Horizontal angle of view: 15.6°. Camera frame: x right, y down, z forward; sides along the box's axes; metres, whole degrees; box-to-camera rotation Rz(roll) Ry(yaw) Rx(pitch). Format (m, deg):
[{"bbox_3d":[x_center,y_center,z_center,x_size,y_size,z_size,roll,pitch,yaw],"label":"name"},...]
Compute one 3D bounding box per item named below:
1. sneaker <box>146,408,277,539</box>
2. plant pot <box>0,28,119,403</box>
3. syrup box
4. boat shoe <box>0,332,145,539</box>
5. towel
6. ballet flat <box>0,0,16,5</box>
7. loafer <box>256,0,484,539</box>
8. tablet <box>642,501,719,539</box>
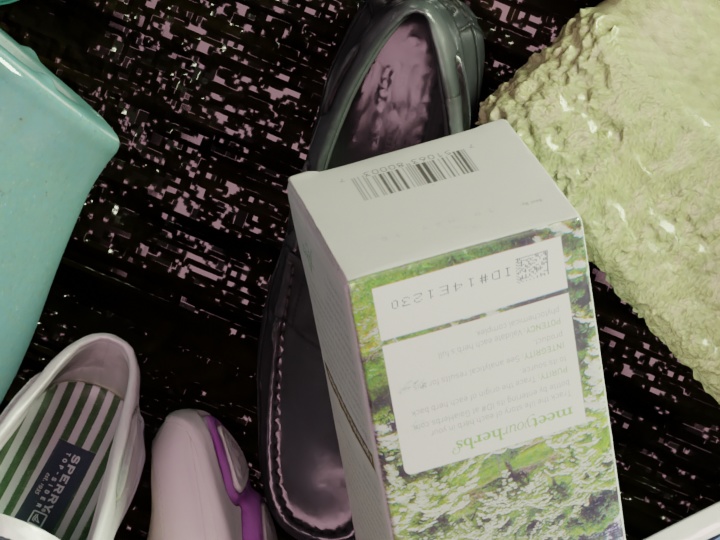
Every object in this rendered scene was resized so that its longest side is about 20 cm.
[{"bbox_3d":[-0.075,0.150,0.932,0.099,0.075,0.202,0,95,5],"label":"sneaker"},{"bbox_3d":[-0.186,-0.014,0.872,0.200,0.200,0.188,40,92,0],"label":"plant pot"},{"bbox_3d":[0.037,0.063,0.868,0.078,0.082,0.201,-15,119,-9],"label":"syrup box"},{"bbox_3d":[-0.121,0.101,0.849,0.073,0.201,0.067,16,138,0],"label":"boat shoe"},{"bbox_3d":[0.150,-0.028,0.903,0.148,0.036,0.200,-45,99,3],"label":"towel"},{"bbox_3d":[-0.059,-0.158,0.853,0.199,0.068,0.073,-26,68,16],"label":"ballet flat"},{"bbox_3d":[0.000,0.000,0.912,0.068,0.070,0.202,12,97,5],"label":"loafer"},{"bbox_3d":[0.170,0.147,0.894,0.129,0.014,0.201,-25,120,1],"label":"tablet"}]
